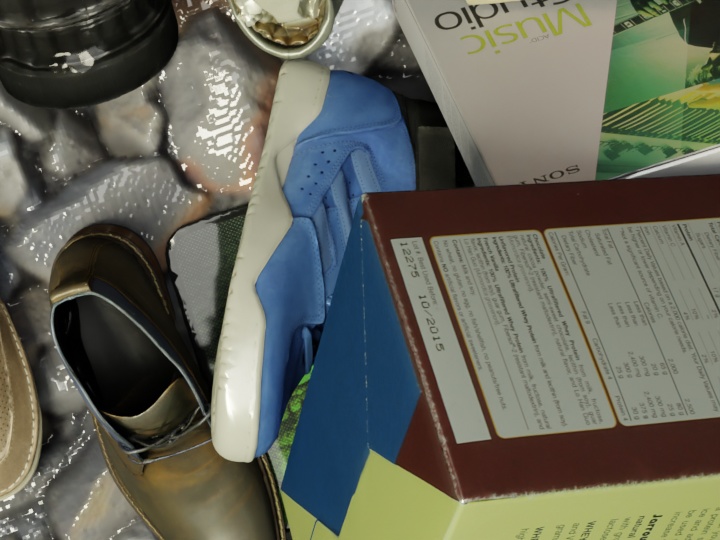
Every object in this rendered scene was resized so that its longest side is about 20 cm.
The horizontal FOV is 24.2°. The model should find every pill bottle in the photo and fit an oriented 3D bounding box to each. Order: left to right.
[{"bbox_3d":[-0.139,-0.173,0.700,0.111,0.112,0.201,-14,130,-4],"label":"pill bottle"}]

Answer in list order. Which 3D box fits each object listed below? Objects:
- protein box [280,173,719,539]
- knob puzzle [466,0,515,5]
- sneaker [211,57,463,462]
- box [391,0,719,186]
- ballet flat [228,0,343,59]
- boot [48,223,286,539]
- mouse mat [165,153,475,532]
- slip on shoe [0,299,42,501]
[{"bbox_3d":[0.090,0.078,0.662,0.198,0.136,0.199,-4,141,-17],"label":"protein box"},{"bbox_3d":[0.112,-0.183,0.653,0.217,0.031,0.221,7,137,6],"label":"knob puzzle"},{"bbox_3d":[0.000,-0.001,0.748,0.110,0.077,0.201,13,55,-3],"label":"sneaker"},{"bbox_3d":[0.103,-0.094,0.732,0.143,0.201,0.037,-17,134,-3],"label":"box"},{"bbox_3d":[-0.045,-0.176,0.717,0.067,0.064,0.201,-1,137,16],"label":"ballet flat"},{"bbox_3d":[-0.093,0.079,0.773,0.074,0.097,0.201,-26,99,4],"label":"boot"},{"bbox_3d":[0.018,0.028,0.826,0.198,0.008,0.162,-18,98,-4],"label":"mouse mat"},{"bbox_3d":[-0.201,0.016,0.774,0.075,0.061,0.202,-14,98,-4],"label":"slip on shoe"}]
